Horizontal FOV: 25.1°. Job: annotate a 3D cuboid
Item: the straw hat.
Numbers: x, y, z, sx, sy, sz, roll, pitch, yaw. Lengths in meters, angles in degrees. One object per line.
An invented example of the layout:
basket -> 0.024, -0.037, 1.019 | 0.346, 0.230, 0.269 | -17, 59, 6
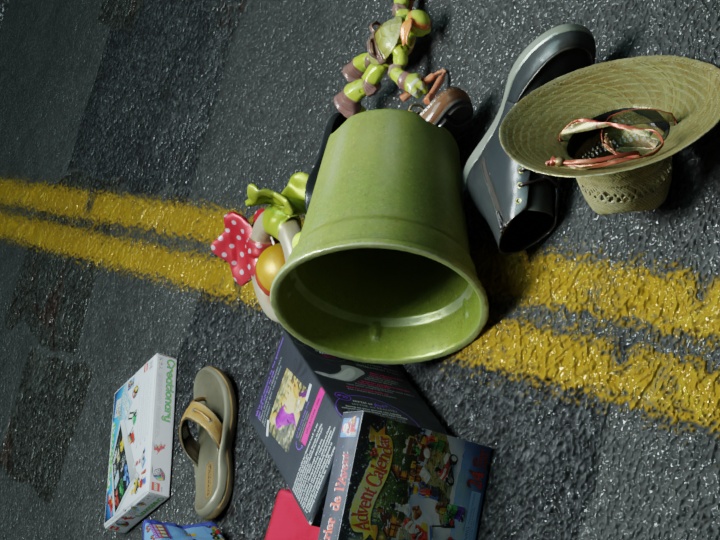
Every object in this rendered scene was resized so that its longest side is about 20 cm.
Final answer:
straw hat -> 0.210, -0.090, 1.298 | 0.201, 0.200, 0.085 | 47, 159, 60

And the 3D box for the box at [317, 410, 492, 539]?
box -> 0.031, 0.234, 1.385 | 0.038, 0.136, 0.201 | -11, 65, 59

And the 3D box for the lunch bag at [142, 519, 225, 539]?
lunch bag -> -0.199, 0.400, 1.786 | 0.151, 0.094, 0.201 | 42, 120, 58

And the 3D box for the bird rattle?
bird rattle -> -0.103, -0.018, 1.843 | 0.200, 0.112, 0.164 | -43, 55, 48

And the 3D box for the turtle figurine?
turtle figurine -> 0.031, -0.229, 1.749 | 0.161, 0.064, 0.201 | -43, 39, 44

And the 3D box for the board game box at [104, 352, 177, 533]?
board game box -> -0.285, 0.223, 2.097 | 0.126, 0.034, 0.201 | -40, 40, 45

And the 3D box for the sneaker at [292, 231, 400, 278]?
sneaker -> 0.000, 0.000, 1.681 | 0.200, 0.074, 0.084 | 11, 110, 59

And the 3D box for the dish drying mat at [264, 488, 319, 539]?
dish drying mat -> -0.045, 0.272, 1.637 | 0.200, 0.018, 0.077 | 1, 74, 63

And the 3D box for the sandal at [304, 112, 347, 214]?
sandal -> -0.019, -0.106, 1.754 | 0.201, 0.048, 0.076 | -75, -21, -55

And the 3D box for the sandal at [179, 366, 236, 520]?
sandal -> -0.186, 0.197, 1.906 | 0.080, 0.054, 0.201 | -43, 39, 43

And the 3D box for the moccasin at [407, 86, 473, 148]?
moccasin -> 0.046, -0.126, 1.647 | 0.201, 0.073, 0.078 | -49, 59, 51

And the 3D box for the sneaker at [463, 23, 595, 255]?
sneaker -> 0.165, -0.113, 1.430 | 0.107, 0.074, 0.201 | -110, 35, -45

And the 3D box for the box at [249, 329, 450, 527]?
box -> -0.010, 0.153, 1.525 | 0.107, 0.122, 0.200 | -68, 26, 17

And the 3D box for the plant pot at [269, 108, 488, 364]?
plant pot -> 0.024, -0.042, 1.515 | 0.200, 0.200, 0.185 | -39, 37, 47
